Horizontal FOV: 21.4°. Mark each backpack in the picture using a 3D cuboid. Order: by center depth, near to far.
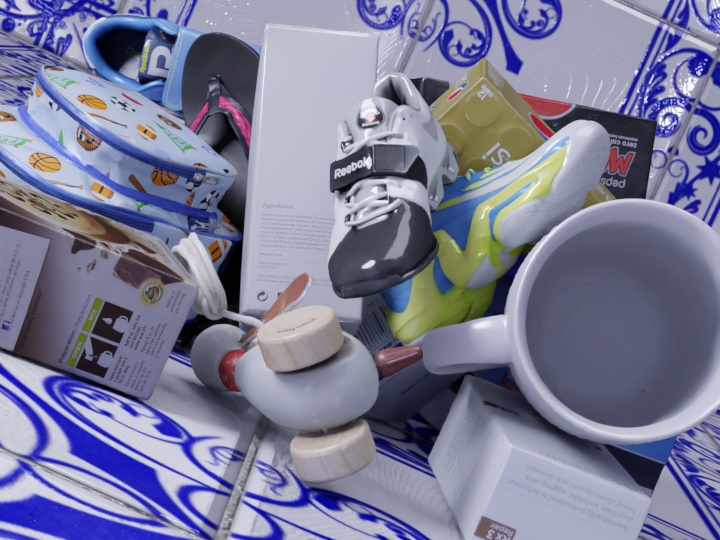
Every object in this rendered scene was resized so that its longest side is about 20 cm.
[{"bbox_3d":[-0.192,-0.050,1.314,0.200,0.155,0.190,33,20,37],"label":"backpack"}]

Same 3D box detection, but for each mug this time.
[{"bbox_3d":[0.138,0.041,1.227,0.199,0.149,0.175,-7,-6,-1],"label":"mug"}]

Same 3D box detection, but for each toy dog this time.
[{"bbox_3d":[-0.032,0.053,1.173,0.096,0.133,0.200,-19,35,-21],"label":"toy dog"}]

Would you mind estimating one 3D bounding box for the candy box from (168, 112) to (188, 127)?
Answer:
[{"bbox_3d":[-0.119,-0.040,1.511,0.061,0.137,0.200,29,8,39],"label":"candy box"}]

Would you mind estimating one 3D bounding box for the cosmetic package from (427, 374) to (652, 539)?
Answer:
[{"bbox_3d":[0.111,0.135,1.230,0.101,0.074,0.200,22,5,-9],"label":"cosmetic package"}]

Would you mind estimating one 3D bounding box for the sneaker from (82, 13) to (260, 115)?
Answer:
[{"bbox_3d":[-0.125,-0.149,1.458,0.199,0.074,0.082,15,1,18],"label":"sneaker"}]

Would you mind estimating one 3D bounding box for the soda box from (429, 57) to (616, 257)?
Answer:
[{"bbox_3d":[0.129,-0.051,1.344,0.200,0.068,0.064,46,16,-10],"label":"soda box"}]

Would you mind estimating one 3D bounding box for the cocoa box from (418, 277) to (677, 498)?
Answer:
[{"bbox_3d":[0.142,0.089,1.457,0.133,0.132,0.200,22,7,-24],"label":"cocoa box"}]

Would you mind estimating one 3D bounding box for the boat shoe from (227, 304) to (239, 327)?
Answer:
[{"bbox_3d":[-0.080,0.020,1.490,0.066,0.075,0.199,-4,0,43],"label":"boat shoe"}]

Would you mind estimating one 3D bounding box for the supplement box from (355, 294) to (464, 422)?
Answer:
[{"bbox_3d":[0.000,0.000,1.416,0.103,0.101,0.201,15,42,-56],"label":"supplement box"}]

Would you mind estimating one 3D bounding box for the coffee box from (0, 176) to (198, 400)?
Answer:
[{"bbox_3d":[-0.210,-0.006,1.134,0.199,0.080,0.113,22,8,-23],"label":"coffee box"}]

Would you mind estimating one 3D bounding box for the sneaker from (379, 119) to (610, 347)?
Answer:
[{"bbox_3d":[0.072,-0.043,1.275,0.105,0.200,0.076,47,14,23],"label":"sneaker"}]

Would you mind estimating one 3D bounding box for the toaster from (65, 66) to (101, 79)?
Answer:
[{"bbox_3d":[-0.181,-0.074,1.590,0.199,0.130,0.114,21,6,-33],"label":"toaster"}]

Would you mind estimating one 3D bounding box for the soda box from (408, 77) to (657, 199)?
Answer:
[{"bbox_3d":[0.120,-0.096,1.437,0.199,0.071,0.063,8,1,-22],"label":"soda box"}]

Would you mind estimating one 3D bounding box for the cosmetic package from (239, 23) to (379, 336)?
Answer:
[{"bbox_3d":[-0.037,-0.056,1.314,0.084,0.201,0.108,5,-11,-4],"label":"cosmetic package"}]

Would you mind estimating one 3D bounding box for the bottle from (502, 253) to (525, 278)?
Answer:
[{"bbox_3d":[0.115,-0.027,1.437,0.083,0.066,0.199,18,7,44],"label":"bottle"}]

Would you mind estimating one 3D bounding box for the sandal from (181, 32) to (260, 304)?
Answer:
[{"bbox_3d":[-0.097,-0.076,1.389,0.075,0.201,0.045,-3,-4,16],"label":"sandal"}]

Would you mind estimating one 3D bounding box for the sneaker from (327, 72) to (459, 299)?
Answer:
[{"bbox_3d":[0.009,-0.057,1.195,0.074,0.089,0.200,-15,27,17],"label":"sneaker"}]
